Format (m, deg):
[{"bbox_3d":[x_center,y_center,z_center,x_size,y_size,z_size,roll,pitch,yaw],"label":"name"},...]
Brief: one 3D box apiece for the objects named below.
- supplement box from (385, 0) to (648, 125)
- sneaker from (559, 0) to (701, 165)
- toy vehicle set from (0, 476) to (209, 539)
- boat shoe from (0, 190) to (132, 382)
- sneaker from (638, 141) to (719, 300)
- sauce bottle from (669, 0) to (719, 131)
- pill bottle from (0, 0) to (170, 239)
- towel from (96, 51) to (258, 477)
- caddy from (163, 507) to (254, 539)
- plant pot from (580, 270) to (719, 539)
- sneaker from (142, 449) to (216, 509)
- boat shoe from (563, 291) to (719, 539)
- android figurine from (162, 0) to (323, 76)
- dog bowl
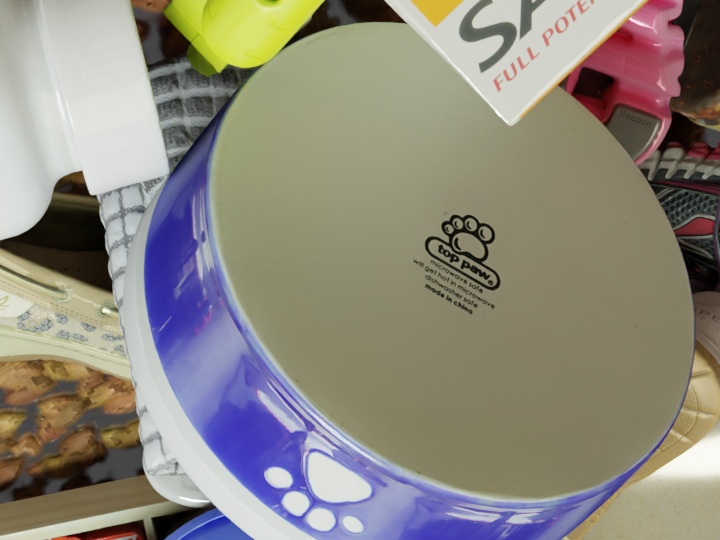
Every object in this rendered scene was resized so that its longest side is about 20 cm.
[{"bbox_3d":[0.078,-0.129,0.879,0.126,0.200,0.074,-43,94,13],"label":"supplement box"},{"bbox_3d":[0.120,-0.141,1.034,0.095,0.079,0.201,-45,157,-67],"label":"sneaker"},{"bbox_3d":[-0.120,0.160,1.178,0.199,0.027,0.125,-12,118,-2],"label":"toy vehicle set"},{"bbox_3d":[-0.104,0.001,1.049,0.199,0.073,0.063,1,135,-31],"label":"boat shoe"},{"bbox_3d":[0.156,-0.017,1.119,0.080,0.075,0.200,15,162,-40],"label":"sneaker"},{"bbox_3d":[0.220,-0.078,1.149,0.199,0.066,0.066,13,126,-36],"label":"sauce bottle"},{"bbox_3d":[-0.175,-0.056,0.906,0.199,0.110,0.110,-14,139,-4],"label":"pill bottle"},{"bbox_3d":[0.000,0.000,1.023,0.199,0.166,0.086,2,148,-30],"label":"towel"},{"bbox_3d":[-0.047,0.172,1.110,0.200,0.105,0.141,-37,131,28],"label":"caddy"},{"bbox_3d":[0.170,0.069,1.211,0.199,0.188,0.188,-14,141,10],"label":"plant pot"},{"bbox_3d":[-0.008,0.065,1.143,0.199,0.071,0.099,-25,166,-18],"label":"sneaker"},{"bbox_3d":[0.098,0.071,1.131,0.200,0.071,0.069,-34,-171,41],"label":"boat shoe"},{"bbox_3d":[0.001,-0.137,0.908,0.200,0.041,0.182,-40,-173,44],"label":"android figurine"},{"bbox_3d":[0.020,0.012,0.923,0.199,0.201,0.079,1,151,-29],"label":"dog bowl"}]
